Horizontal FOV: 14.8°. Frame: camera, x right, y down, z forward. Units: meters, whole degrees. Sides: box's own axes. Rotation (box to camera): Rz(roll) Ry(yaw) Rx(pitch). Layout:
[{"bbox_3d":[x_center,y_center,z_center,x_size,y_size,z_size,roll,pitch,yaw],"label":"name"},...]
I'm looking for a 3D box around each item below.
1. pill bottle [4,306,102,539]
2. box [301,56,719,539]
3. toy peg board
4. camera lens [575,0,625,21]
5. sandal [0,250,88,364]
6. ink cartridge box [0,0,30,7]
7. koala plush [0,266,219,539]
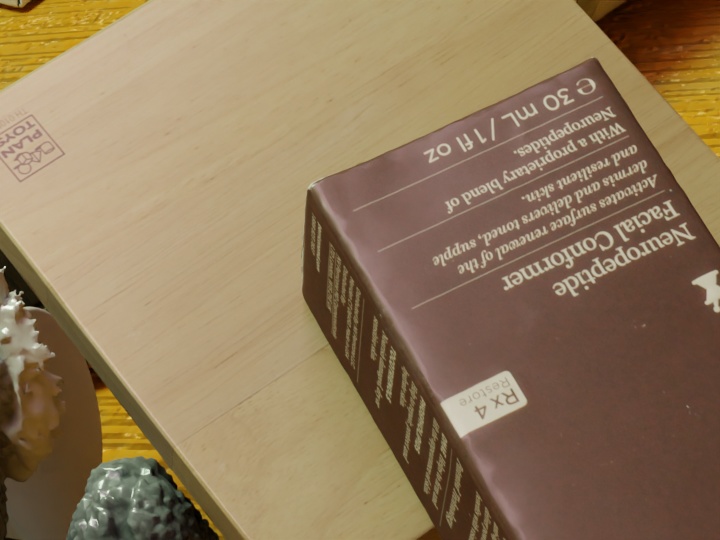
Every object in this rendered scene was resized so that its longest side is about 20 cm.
[{"bbox_3d":[-0.198,0.066,0.967,0.199,0.113,0.113,-8,33,20],"label":"pill bottle"},{"bbox_3d":[0.070,0.049,0.785,0.100,0.075,0.200,-25,67,-15],"label":"box"},{"bbox_3d":[0.000,0.000,0.904,0.200,0.098,0.199,-33,68,-20],"label":"toy peg board"},{"bbox_3d":[0.061,-0.174,1.143,0.200,0.160,0.160,-35,34,-24],"label":"camera lens"},{"bbox_3d":[-0.166,0.019,1.060,0.199,0.082,0.055,-23,15,-2],"label":"sandal"},{"bbox_3d":[-0.162,-0.226,1.424,0.145,0.084,0.200,16,47,44],"label":"ink cartridge box"},{"bbox_3d":[-0.133,0.094,0.803,0.177,0.201,0.184,-21,31,-2],"label":"koala plush"}]
